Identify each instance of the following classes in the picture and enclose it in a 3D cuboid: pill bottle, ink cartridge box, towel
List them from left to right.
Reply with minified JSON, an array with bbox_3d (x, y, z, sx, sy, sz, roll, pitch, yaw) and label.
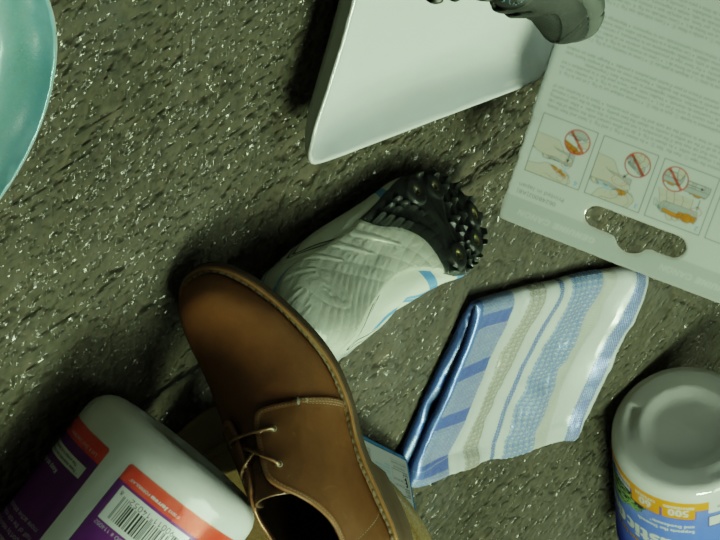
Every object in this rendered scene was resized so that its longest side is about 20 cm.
[{"bbox_3d":[-0.156,0.173,1.536,0.200,0.112,0.112,-51,152,0],"label":"pill bottle"},{"bbox_3d":[0.110,0.068,1.903,0.200,0.024,0.147,-10,130,-51],"label":"towel"},{"bbox_3d":[0.184,-0.096,1.628,0.047,0.160,0.201,-54,164,-64],"label":"ink cartridge box"},{"bbox_3d":[0.242,0.169,2.119,0.112,0.112,0.200,-40,149,-21],"label":"pill bottle"}]

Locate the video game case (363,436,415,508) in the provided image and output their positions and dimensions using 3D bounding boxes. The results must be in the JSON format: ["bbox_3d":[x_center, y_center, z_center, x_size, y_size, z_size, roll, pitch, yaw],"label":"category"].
[{"bbox_3d":[0.019,0.204,1.760,0.018,0.201,0.143,-13,165,13],"label":"video game case"}]

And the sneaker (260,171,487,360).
[{"bbox_3d":[0.000,0.000,1.632,0.072,0.072,0.200,-25,-175,44],"label":"sneaker"}]

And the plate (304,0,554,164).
[{"bbox_3d":[0.052,-0.167,1.537,0.200,0.032,0.200,-24,141,-42],"label":"plate"}]

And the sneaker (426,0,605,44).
[{"bbox_3d":[0.063,-0.168,1.466,0.082,0.073,0.200,-36,146,5],"label":"sneaker"}]

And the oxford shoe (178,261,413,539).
[{"bbox_3d":[-0.043,0.087,1.527,0.071,0.200,0.071,-32,178,34],"label":"oxford shoe"}]

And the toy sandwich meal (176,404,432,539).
[{"bbox_3d":[-0.036,0.172,1.628,0.206,0.205,0.070,-65,166,23],"label":"toy sandwich meal"}]

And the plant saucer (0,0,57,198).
[{"bbox_3d":[-0.218,-0.063,1.264,0.200,0.027,0.200,-35,147,-27],"label":"plant saucer"}]
